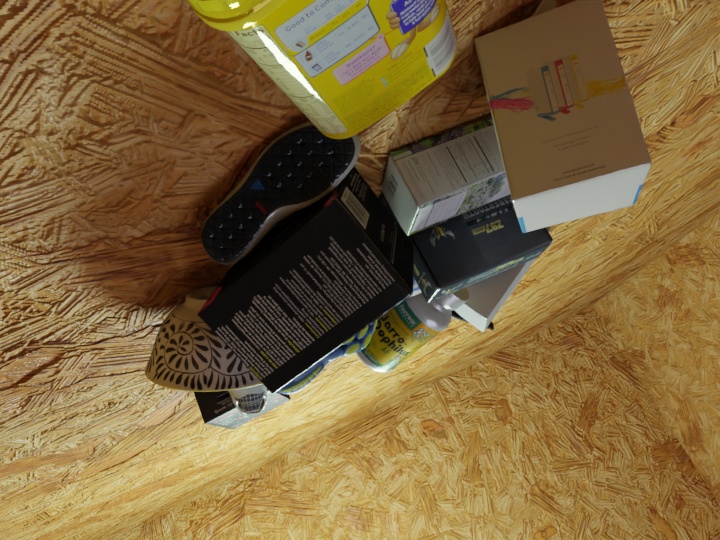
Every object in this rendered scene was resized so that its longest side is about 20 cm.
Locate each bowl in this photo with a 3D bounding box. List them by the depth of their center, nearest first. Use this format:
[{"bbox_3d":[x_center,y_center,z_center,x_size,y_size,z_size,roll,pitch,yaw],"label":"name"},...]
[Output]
[{"bbox_3d":[-0.178,0.075,0.749,0.196,0.096,0.201,0,-170,0],"label":"bowl"}]

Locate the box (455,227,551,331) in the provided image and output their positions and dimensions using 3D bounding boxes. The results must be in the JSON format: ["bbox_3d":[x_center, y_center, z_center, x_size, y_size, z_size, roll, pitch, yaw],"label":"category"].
[{"bbox_3d":[0.247,-0.005,1.064,0.201,0.097,0.125,-52,163,-8],"label":"box"}]

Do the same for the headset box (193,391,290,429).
[{"bbox_3d":[-0.241,0.255,1.191,0.147,0.076,0.200,-26,161,-4],"label":"headset box"}]

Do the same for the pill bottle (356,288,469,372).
[{"bbox_3d":[0.081,0.073,0.962,0.200,0.114,0.112,-41,157,27],"label":"pill bottle"}]

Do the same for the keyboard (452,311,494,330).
[{"bbox_3d":[0.171,0.066,1.165,0.197,0.127,0.021,19,103,-25],"label":"keyboard"}]

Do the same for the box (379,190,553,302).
[{"bbox_3d":[0.143,-0.064,0.795,0.197,0.160,0.051,-19,160,-21],"label":"box"}]

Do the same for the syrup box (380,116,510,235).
[{"bbox_3d":[0.133,-0.128,0.737,0.197,0.082,0.079,-23,162,-15],"label":"syrup box"}]

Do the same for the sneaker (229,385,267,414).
[{"bbox_3d":[-0.179,0.187,0.912,0.075,0.082,0.200,-14,167,-10],"label":"sneaker"}]

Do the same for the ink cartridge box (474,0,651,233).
[{"bbox_3d":[0.200,-0.163,0.595,0.123,0.204,0.128,-14,165,17],"label":"ink cartridge box"}]

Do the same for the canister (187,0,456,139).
[{"bbox_3d":[-0.016,-0.183,0.392,0.147,0.088,0.200,-32,162,10],"label":"canister"}]

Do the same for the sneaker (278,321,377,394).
[{"bbox_3d":[-0.058,0.101,0.857,0.198,0.082,0.072,-31,130,-22],"label":"sneaker"}]

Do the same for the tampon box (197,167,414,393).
[{"bbox_3d":[-0.054,0.006,0.650,0.199,0.127,0.150,-36,-165,18],"label":"tampon box"}]

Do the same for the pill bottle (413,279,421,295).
[{"bbox_3d":[0.000,0.000,0.828,0.197,0.114,0.112,-13,156,-38],"label":"pill bottle"}]

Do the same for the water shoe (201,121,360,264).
[{"bbox_3d":[-0.084,-0.087,0.599,0.199,0.072,0.079,-35,-173,14],"label":"water shoe"}]
